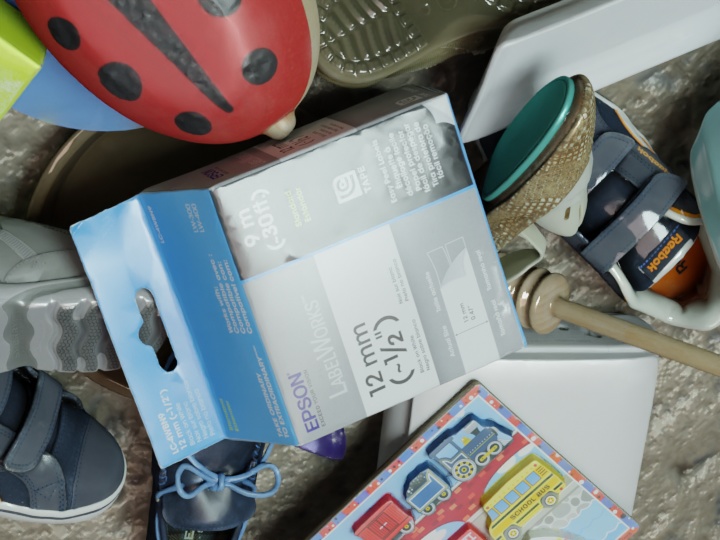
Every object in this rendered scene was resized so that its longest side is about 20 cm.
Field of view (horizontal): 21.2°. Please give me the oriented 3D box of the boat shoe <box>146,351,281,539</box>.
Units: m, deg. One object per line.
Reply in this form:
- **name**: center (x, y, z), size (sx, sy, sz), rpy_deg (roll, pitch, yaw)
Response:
- **boat shoe**: center (-0.082, 0.126, 1.118), size (0.083, 0.069, 0.202), rpy_deg (-5, 130, -11)

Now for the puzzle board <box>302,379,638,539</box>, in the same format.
- **puzzle board**: center (0.048, 0.177, 1.146), size (0.200, 0.017, 0.150), rpy_deg (-44, 114, 13)

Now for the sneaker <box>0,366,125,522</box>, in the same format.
- **sneaker**: center (-0.212, 0.077, 1.061), size (0.198, 0.079, 0.079), rpy_deg (22, 138, -21)

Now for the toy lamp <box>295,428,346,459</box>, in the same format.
- **toy lamp**: center (0.000, 0.000, 1.062), size (0.058, 0.058, 0.202), rpy_deg (20, 93, -21)

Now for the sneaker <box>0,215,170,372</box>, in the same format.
- **sneaker**: center (-0.203, 0.011, 1.010), size (0.198, 0.082, 0.075), rpy_deg (5, 128, -26)

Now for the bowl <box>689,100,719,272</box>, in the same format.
- **bowl**: center (0.254, -0.035, 1.086), size (0.104, 0.202, 0.202), rpy_deg (-20, 120, 19)

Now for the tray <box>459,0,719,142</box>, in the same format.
- **tray**: center (0.143, -0.134, 1.043), size (0.198, 0.022, 0.108), rpy_deg (-23, 163, -19)

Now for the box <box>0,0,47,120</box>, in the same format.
- **box**: center (-0.271, -0.125, 0.967), size (0.199, 0.048, 0.122), rpy_deg (35, 111, -18)

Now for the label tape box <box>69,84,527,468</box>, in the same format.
- **label tape box**: center (-0.030, 0.008, 0.989), size (0.198, 0.066, 0.145), rpy_deg (-23, 107, -15)

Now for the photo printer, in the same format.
- **photo printer**: center (0.089, 0.125, 1.177), size (0.164, 0.070, 0.202), rpy_deg (1, 115, -13)

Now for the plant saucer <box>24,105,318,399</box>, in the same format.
- **plant saucer**: center (-0.093, -0.016, 1.090), size (0.198, 0.030, 0.202), rpy_deg (-6, 116, -11)

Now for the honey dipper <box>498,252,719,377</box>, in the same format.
- **honey dipper**: center (0.152, 0.035, 1.085), size (0.038, 0.199, 0.038), rpy_deg (-25, 125, -43)

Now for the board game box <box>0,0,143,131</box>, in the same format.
- **board game box**: center (-0.137, -0.173, 0.999), size (0.156, 0.039, 0.202), rpy_deg (-15, 115, 3)

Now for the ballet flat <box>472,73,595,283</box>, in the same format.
- **ballet flat**: center (0.086, -0.037, 1.062), size (0.065, 0.071, 0.200), rpy_deg (31, 142, -14)

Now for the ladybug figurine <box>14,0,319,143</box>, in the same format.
- **ladybug figurine**: center (-0.101, -0.138, 0.946), size (0.136, 0.072, 0.200), rpy_deg (-40, 106, 19)

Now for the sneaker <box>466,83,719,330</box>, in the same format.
- **sneaker**: center (0.147, -0.040, 1.107), size (0.199, 0.080, 0.079), rpy_deg (37, 104, -24)

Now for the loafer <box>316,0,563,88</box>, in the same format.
- **loafer**: center (0.051, -0.153, 1.037), size (0.198, 0.067, 0.077), rpy_deg (-20, 93, -20)
